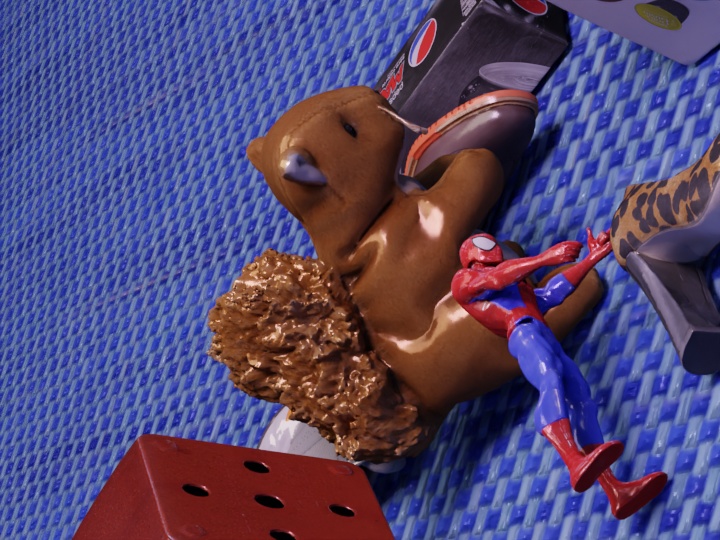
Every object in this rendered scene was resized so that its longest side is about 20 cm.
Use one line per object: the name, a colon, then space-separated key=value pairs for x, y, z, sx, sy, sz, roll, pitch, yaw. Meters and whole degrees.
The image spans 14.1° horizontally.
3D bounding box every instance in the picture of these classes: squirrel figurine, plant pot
squirrel figurine: x=0.000 y=0.000 z=1.653 sx=0.200 sy=0.187 sz=0.142 roll=-46 pitch=19 yaw=0
plant pot: x=-0.071 y=0.202 z=1.597 sx=0.200 sy=0.199 sz=0.177 roll=-118 pitch=39 yaw=-65

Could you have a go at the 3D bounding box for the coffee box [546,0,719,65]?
coffee box: x=0.161 y=-0.268 z=1.574 sx=0.198 sy=0.199 sz=0.201 roll=-39 pitch=35 yaw=52

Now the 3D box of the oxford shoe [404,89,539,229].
oxford shoe: x=0.058 y=-0.032 z=1.796 sx=0.200 sy=0.071 sz=0.073 roll=-55 pitch=42 yaw=41

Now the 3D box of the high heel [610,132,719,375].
high heel: x=0.185 y=-0.065 z=1.475 sx=0.143 sy=0.071 sz=0.200 roll=-111 pitch=38 yaw=-54

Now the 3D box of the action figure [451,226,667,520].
action figure: x=0.114 y=0.028 z=1.525 sx=0.099 sy=0.065 sz=0.200 roll=-44 pitch=44 yaw=9

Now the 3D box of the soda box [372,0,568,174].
soda box: x=0.051 y=-0.106 z=1.861 sx=0.200 sy=0.071 sz=0.063 roll=-53 pitch=23 yaw=33

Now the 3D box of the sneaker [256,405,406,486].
sneaker: x=0.002 y=0.074 z=1.774 sx=0.092 sy=0.076 sz=0.201 roll=37 pitch=124 yaw=39
